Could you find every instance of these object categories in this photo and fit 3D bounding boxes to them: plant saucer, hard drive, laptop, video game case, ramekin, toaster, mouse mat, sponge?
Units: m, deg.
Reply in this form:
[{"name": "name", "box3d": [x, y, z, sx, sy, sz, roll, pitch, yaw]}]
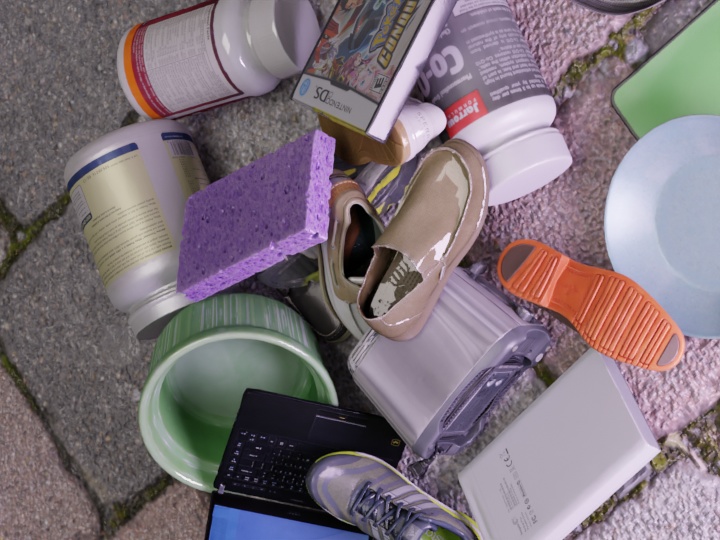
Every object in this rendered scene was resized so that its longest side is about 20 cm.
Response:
[{"name": "plant saucer", "box3d": [0.317, -0.041, 1.487, 0.200, 0.039, 0.203, 7, 102, 36]}, {"name": "hard drive", "box3d": [0.183, 0.182, 1.556, 0.200, 0.027, 0.132, -47, 40, 24]}, {"name": "laptop", "box3d": [-0.055, 0.239, 1.631, 0.176, 0.104, 0.201, 13, 119, -14]}, {"name": "video game case", "box3d": [0.020, -0.228, 1.532, 0.201, 0.025, 0.181, -63, 30, 3]}, {"name": "ramekin", "box3d": [-0.124, 0.120, 1.671, 0.198, 0.098, 0.201, -3, 122, -4]}, {"name": "toaster", "box3d": [0.078, 0.089, 1.597, 0.129, 0.113, 0.200, 46, 110, 24]}, {"name": "mouse mat", "box3d": [0.340, -0.161, 1.496, 0.200, 0.008, 0.161, -42, 72, 26]}, {"name": "sponge", "box3d": [-0.104, -0.051, 1.602, 0.199, 0.030, 0.112, -24, 52, 41]}]

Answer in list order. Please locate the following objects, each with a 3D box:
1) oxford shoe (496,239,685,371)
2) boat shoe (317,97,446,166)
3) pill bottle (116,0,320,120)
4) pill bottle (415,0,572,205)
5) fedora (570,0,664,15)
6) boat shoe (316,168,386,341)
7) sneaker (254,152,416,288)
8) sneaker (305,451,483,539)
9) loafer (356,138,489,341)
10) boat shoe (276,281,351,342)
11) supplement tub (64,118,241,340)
[{"name": "oxford shoe", "box3d": [0.222, 0.033, 1.532, 0.200, 0.073, 0.072, 35, 94, 31]}, {"name": "boat shoe", "box3d": [0.020, -0.142, 1.586, 0.200, 0.069, 0.071, 26, 137, 60]}, {"name": "pill bottle", "box3d": [-0.147, -0.227, 1.716, 0.199, 0.109, 0.110, -13, 85, 29]}, {"name": "pill bottle", "box3d": [0.116, -0.172, 1.563, 0.114, 0.114, 0.201, -31, 77, 27]}, {"name": "fedora", "box3d": [0.223, -0.329, 1.509, 0.200, 0.090, 0.177, 41, 110, 23]}, {"name": "boat shoe", "box3d": [0.000, 0.000, 1.608, 0.068, 0.074, 0.201, 40, 157, 54]}, {"name": "sneaker", "box3d": [-0.035, -0.064, 1.664, 0.200, 0.075, 0.085, -41, 56, -6]}, {"name": "sneaker", "box3d": [0.039, 0.237, 1.599, 0.199, 0.081, 0.074, 26, 90, -4]}, {"name": "loafer", "box3d": [0.056, -0.025, 1.514, 0.076, 0.067, 0.201, 26, 103, 27]}, {"name": "boat shoe", "box3d": [-0.077, -0.012, 1.708, 0.072, 0.066, 0.202, -36, 74, 26]}, {"name": "supplement tub", "box3d": [-0.216, -0.042, 1.742, 0.144, 0.145, 0.201, -28, 78, 28]}]
